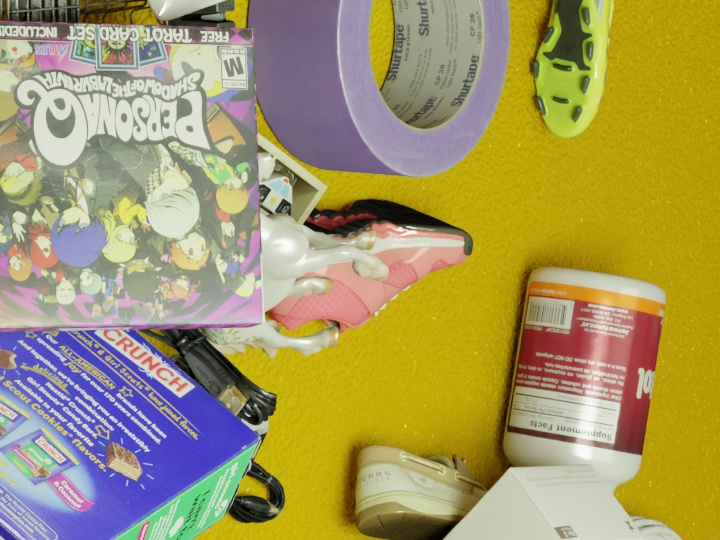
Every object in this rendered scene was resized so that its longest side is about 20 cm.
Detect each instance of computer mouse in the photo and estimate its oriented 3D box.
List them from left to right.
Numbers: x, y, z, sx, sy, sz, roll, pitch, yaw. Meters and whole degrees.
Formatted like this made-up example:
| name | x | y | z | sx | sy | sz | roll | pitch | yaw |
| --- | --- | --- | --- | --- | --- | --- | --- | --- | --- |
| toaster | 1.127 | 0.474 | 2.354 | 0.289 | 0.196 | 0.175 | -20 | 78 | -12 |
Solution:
| name | x | y | z | sx | sy | sz | roll | pitch | yaw |
| --- | --- | --- | --- | --- | --- | --- | --- | --- | --- |
| computer mouse | -0.112 | 0.152 | 1.577 | 0.200 | 0.034 | 0.059 | 7 | 88 | -52 |
| computer mouse | -0.092 | 0.075 | 1.505 | 0.044 | 0.110 | 0.200 | -47 | 167 | -14 |

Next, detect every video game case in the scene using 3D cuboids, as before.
| name | x | y | z | sx | sy | sz | roll | pitch | yaw |
| --- | --- | --- | --- | --- | --- | --- | --- | --- | --- |
| video game case | -0.157 | -0.055 | 1.373 | 0.199 | 0.036 | 0.182 | 0 | 85 | -21 |

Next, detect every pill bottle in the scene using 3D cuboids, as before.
| name | x | y | z | sx | sy | sz | roll | pitch | yaw |
| --- | --- | --- | --- | --- | --- | --- | --- | --- | --- |
| pill bottle | 0.176 | 0.103 | 1.864 | 0.113 | 0.113 | 0.201 | 13 | 86 | -51 |

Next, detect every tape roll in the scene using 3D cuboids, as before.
| name | x | y | z | sx | sy | sz | roll | pitch | yaw |
| --- | --- | --- | --- | --- | --- | --- | --- | --- | --- |
| tape roll | 0.016 | -0.168 | 1.652 | 0.200 | 0.085 | 0.201 | -11 | 104 | -50 |

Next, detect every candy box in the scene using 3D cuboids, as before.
| name | x | y | z | sx | sy | sz | roll | pitch | yaw |
| --- | --- | --- | --- | --- | --- | --- | --- | --- | --- |
| candy box | -0.183 | 0.107 | 1.359 | 0.200 | 0.169 | 0.077 | -32 | 155 | -51 |

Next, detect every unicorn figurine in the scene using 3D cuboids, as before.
| name | x | y | z | sx | sy | sz | roll | pitch | yaw |
| --- | --- | --- | --- | --- | --- | --- | --- | --- | --- |
| unicorn figurine | -0.058 | -0.008 | 1.493 | 0.137 | 0.074 | 0.200 | 6 | 125 | -28 |

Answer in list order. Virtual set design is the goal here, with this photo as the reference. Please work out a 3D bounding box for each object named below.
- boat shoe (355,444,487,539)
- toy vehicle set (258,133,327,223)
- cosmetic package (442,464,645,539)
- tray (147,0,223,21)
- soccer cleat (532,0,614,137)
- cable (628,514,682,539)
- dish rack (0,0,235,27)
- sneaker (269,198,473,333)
| name | x | y | z | sx | sy | sz | roll | pitch | yaw |
| --- | --- | --- | --- | --- | --- | --- | --- | --- | --- |
| boat shoe | 0.063 | 0.172 | 1.767 | 0.200 | 0.074 | 0.067 | 25 | 50 | -57 |
| toy vehicle set | -0.110 | -0.044 | 1.503 | 0.124 | 0.026 | 0.200 | -56 | 146 | -1 |
| cosmetic package | 0.103 | 0.237 | 1.733 | 0.113 | 0.081 | 0.200 | 6 | 130 | -52 |
| tray | -0.127 | -0.260 | 1.452 | 0.107 | 0.022 | 0.200 | -27 | 94 | -47 |
| soccer cleat | 0.183 | -0.206 | 1.870 | 0.084 | 0.065 | 0.201 | -3 | 97 | -53 |
| cable | 0.214 | 0.306 | 1.977 | 0.200 | 0.069 | 0.201 | -31 | 119 | -45 |
| dish rack | -0.155 | -0.156 | 1.468 | 0.200 | 0.054 | 0.154 | -12 | 103 | -48 |
| sneaker | 0.000 | 0.000 | 1.682 | 0.200 | 0.074 | 0.087 | -5 | 112 | -47 |
